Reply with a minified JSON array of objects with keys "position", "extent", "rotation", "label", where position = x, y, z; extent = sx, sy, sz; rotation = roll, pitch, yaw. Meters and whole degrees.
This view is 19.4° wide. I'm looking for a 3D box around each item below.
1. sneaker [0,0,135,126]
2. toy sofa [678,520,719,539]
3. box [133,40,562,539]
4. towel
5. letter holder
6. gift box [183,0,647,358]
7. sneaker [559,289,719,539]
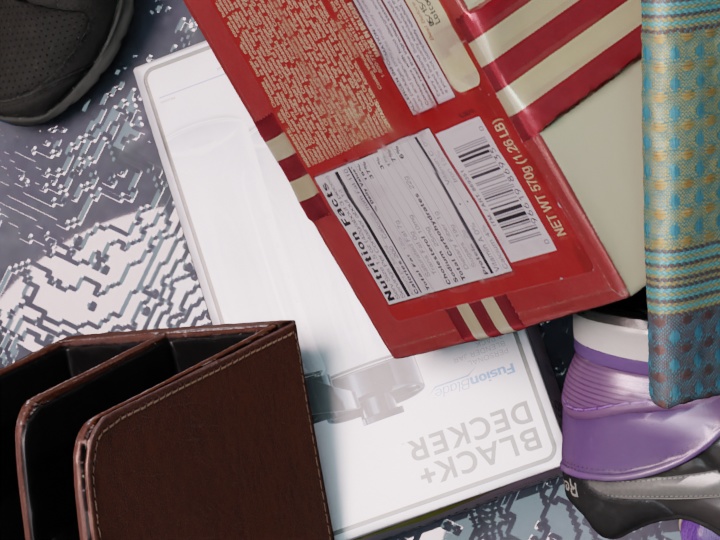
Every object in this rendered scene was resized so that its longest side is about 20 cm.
[{"position":[-0.122,-0.149,0.817],"extent":[0.073,0.082,0.201],"rotation":[32,113,25],"label":"sneaker"},{"position":[0.183,0.025,0.770],"extent":[0.097,0.083,0.201],"rotation":[15,85,9],"label":"toy sofa"},{"position":[0.000,0.000,0.813],"extent":[0.116,0.060,0.201],"rotation":[-18,80,6],"label":"box"},{"position":[0.139,-0.069,0.624],"extent":[0.146,0.022,0.201],"rotation":[-9,104,-31],"label":"towel"},{"position":[-0.080,0.133,0.725],"extent":[0.100,0.142,0.201],"rotation":[-5,101,28],"label":"letter holder"},{"position":[0.083,-0.086,0.699],"extent":[0.186,0.200,0.185],"rotation":[-34,102,-28],"label":"gift box"},{"position":[0.165,0.064,0.700],"extent":[0.199,0.076,0.088],"rotation":[9,100,16],"label":"sneaker"}]
